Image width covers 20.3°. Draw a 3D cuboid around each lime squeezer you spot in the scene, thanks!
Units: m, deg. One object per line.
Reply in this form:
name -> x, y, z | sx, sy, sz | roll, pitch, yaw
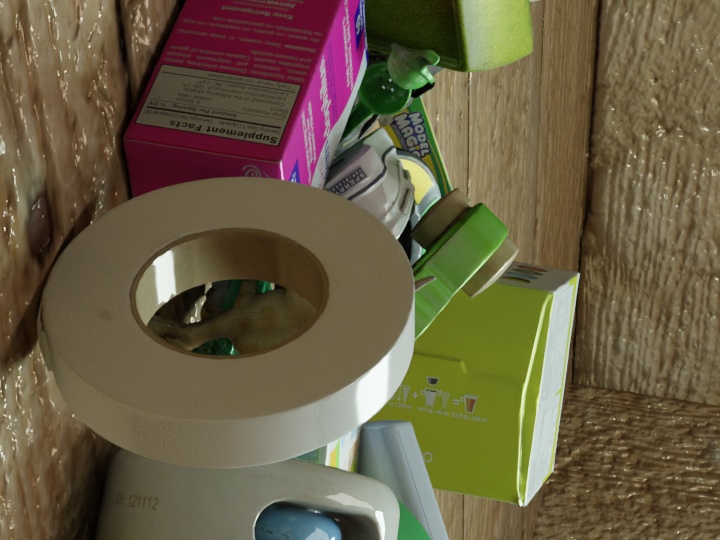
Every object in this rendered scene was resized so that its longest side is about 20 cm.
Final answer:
lime squeezer -> 0.015, -0.121, 1.316 | 0.070, 0.038, 0.200 | -32, 178, -33

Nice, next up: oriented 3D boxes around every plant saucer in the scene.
plant saucer -> 0.009, -0.203, 1.326 | 0.200, 0.199, 0.048 | 76, 34, -61

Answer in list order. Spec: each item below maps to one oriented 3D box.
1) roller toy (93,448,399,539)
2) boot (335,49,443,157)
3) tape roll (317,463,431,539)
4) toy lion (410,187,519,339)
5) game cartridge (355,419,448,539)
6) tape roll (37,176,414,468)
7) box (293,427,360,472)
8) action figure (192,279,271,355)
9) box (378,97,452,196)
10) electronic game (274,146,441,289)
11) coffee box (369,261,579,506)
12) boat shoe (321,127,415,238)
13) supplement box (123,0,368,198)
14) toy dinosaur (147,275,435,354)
roller toy -> -0.070, 0.173, 1.220 | 0.200, 0.181, 0.141 | 50, 48, -74
boot -> 0.014, -0.153, 1.471 | 0.174, 0.069, 0.200 | -40, 172, -6
tape roll -> -0.039, 0.231, 1.369 | 0.048, 0.199, 0.202 | -56, 152, -67
toy lion -> 0.018, 0.035, 1.291 | 0.200, 0.069, 0.192 | -45, -179, -1
game cartridge -> -0.011, 0.191, 1.541 | 0.200, 0.041, 0.134 | -35, -116, 51
tape roll -> -0.070, 0.023, 1.078 | 0.203, 0.201, 0.037 | -69, 163, -47
box -> -0.063, 0.171, 1.455 | 0.113, 0.101, 0.201 | -50, 147, -69
action figure -> -0.082, -0.001, 1.365 | 0.201, 0.054, 0.119 | -74, 169, -49
box -> 0.049, -0.097, 1.749 | 0.117, 0.048, 0.201 | 63, 11, -71
electronic game -> 0.000, 0.000, 1.570 | 0.200, 0.041, 0.201 | -34, 135, -41
coffee box -> 0.086, 0.091, 1.886 | 0.198, 0.198, 0.201 | -22, 120, -76
boat shoe -> 0.007, -0.050, 1.362 | 0.066, 0.072, 0.200 | 53, 1, -6
supplement box -> -0.067, -0.108, 1.251 | 0.102, 0.103, 0.201 | 87, 18, -49
toy dinosaur -> -0.036, 0.022, 1.239 | 0.101, 0.199, 0.058 | -74, 149, -56
